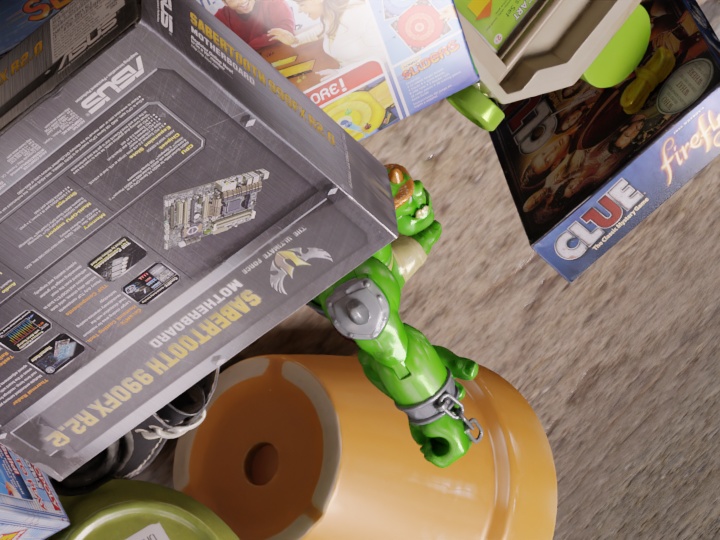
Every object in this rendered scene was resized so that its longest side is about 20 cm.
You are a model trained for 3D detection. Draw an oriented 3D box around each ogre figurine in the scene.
[{"bbox_3d":[0.000,0.000,1.242,0.098,0.201,0.120,-13,146,19],"label":"ogre figurine"}]

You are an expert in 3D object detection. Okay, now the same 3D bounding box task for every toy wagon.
[{"bbox_3d":[0.092,-0.143,1.168,0.155,0.040,0.200,-51,139,-2],"label":"toy wagon"}]

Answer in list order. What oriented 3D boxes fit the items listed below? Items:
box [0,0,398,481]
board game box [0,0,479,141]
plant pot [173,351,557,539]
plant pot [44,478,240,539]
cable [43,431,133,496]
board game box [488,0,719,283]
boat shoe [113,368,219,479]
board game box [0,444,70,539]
[{"bbox_3d":[-0.109,-0.016,0.978,0.200,0.048,0.158,-36,129,21],"label":"box"},{"bbox_3d":[-0.058,-0.092,1.010,0.199,0.035,0.136,-27,136,-5],"label":"board game box"},{"bbox_3d":[-0.011,0.131,1.452,0.200,0.200,0.183,-52,143,11],"label":"plant pot"},{"bbox_3d":[-0.124,0.183,1.228,0.187,0.187,0.200,-40,174,-19],"label":"plant pot"},{"bbox_3d":[-0.109,0.052,1.108,0.097,0.050,0.200,-7,141,-45],"label":"cable"},{"bbox_3d":[0.134,-0.096,1.303,0.135,0.200,0.035,-42,118,16],"label":"board game box"},{"bbox_3d":[-0.105,0.055,1.279,0.074,0.060,0.200,-26,150,-44],"label":"boat shoe"},{"bbox_3d":[-0.233,0.123,1.079,0.200,0.062,0.200,-37,163,20],"label":"board game box"}]
